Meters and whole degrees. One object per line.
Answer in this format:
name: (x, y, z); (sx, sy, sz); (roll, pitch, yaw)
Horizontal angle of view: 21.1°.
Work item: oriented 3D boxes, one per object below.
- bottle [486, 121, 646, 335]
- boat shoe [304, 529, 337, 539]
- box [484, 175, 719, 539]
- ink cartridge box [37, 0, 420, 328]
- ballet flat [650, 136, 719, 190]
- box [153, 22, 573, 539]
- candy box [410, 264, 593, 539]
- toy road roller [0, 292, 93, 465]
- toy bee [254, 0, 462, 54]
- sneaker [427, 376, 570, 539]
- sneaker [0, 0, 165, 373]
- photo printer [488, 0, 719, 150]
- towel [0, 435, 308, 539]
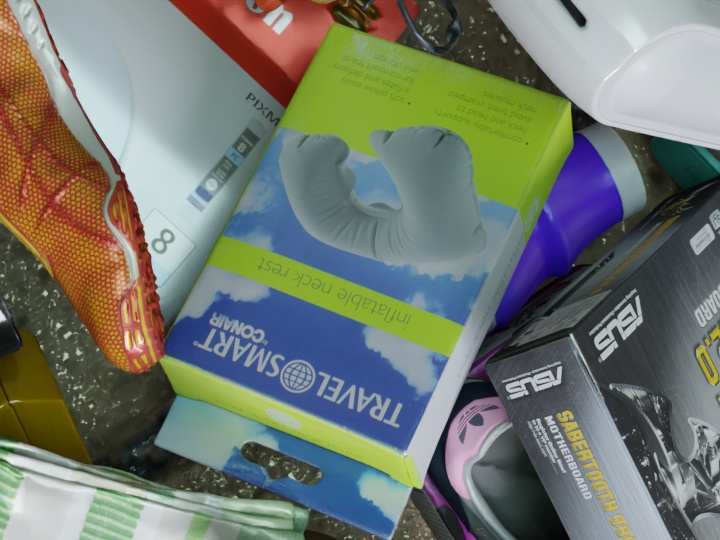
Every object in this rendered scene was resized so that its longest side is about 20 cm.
bottle: (0.038, -0.005, 0.900); (0.199, 0.065, 0.084); (-27, 81, -9)
boat shoe: (-0.096, 0.173, 0.882); (0.198, 0.074, 0.070); (-12, 117, -8)
box: (0.148, 0.064, 0.840); (0.200, 0.048, 0.159); (-35, 99, -52)
ink cartridge box: (-0.087, -0.099, 0.887); (0.160, 0.047, 0.200); (41, 85, -9)
ballet flat: (0.221, -0.013, 0.939); (0.071, 0.071, 0.201); (-39, 97, -8)
box: (0.000, 0.000, 0.833); (0.121, 0.048, 0.201); (19, 69, 17)
candy box: (0.111, 0.117, 0.919); (0.136, 0.061, 0.201); (-34, 97, -9)
toy road roller: (-0.203, 0.044, 0.846); (0.122, 0.146, 0.201); (-24, 132, -9)
toy bee: (-0.016, -0.171, 0.866); (0.108, 0.201, 0.131); (-24, 118, 33)
sneaker: (0.102, 0.131, 0.845); (0.200, 0.082, 0.070); (43, 85, -8)
sneaker: (-0.140, -0.040, 0.812); (0.077, 0.073, 0.201); (-27, 73, -8)
photo printer: (0.113, -0.131, 0.831); (0.069, 0.199, 0.167); (-44, 64, 26)
towel: (-0.136, 0.137, 0.802); (0.198, 0.023, 0.154); (16, 115, -18)
